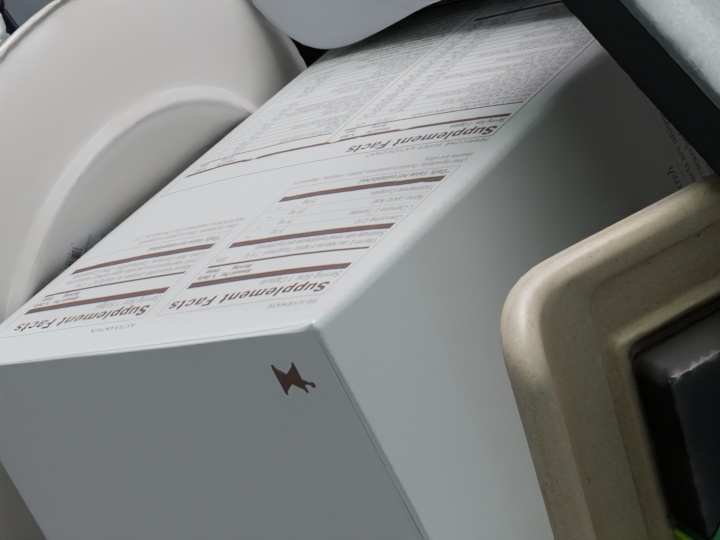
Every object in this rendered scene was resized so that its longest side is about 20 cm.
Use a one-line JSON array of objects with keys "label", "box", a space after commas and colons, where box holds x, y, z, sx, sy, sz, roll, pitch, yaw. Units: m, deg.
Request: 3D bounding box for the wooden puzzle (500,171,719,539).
[{"label": "wooden puzzle", "box": [0.133, 0.046, 0.621, 0.199, 0.186, 0.037, -29, 30, -22]}]

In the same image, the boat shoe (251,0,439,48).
[{"label": "boat shoe", "box": [0.044, -0.109, 0.711, 0.068, 0.072, 0.199, -40, 15, -32]}]

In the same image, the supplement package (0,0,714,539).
[{"label": "supplement package", "box": [0.030, 0.027, 0.708, 0.150, 0.153, 0.200, -7, 27, 47]}]

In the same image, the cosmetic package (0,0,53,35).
[{"label": "cosmetic package", "box": [-0.117, -0.118, 0.988, 0.051, 0.083, 0.199, -48, 20, -28]}]

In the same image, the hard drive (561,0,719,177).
[{"label": "hard drive", "box": [0.103, -0.094, 0.591, 0.139, 0.033, 0.200, -33, 72, -22]}]

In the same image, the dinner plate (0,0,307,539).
[{"label": "dinner plate", "box": [-0.061, 0.013, 0.759, 0.024, 0.201, 0.200, 13, 41, 36]}]

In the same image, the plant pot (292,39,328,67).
[{"label": "plant pot", "box": [0.015, -0.168, 0.997, 0.200, 0.178, 0.200, 38, 44, 5]}]

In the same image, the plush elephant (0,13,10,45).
[{"label": "plush elephant", "box": [-0.231, -0.093, 0.957, 0.199, 0.156, 0.165, -22, 21, 21]}]
